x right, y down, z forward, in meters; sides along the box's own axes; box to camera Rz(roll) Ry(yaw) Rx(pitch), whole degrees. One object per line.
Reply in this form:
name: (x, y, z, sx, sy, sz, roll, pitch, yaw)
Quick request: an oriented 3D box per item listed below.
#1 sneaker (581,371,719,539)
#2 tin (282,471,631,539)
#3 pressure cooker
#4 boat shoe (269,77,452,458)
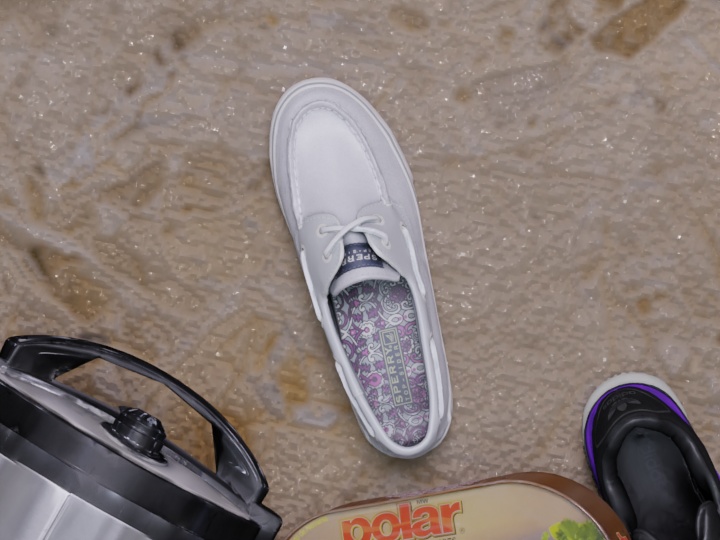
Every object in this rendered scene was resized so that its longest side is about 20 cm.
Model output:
sneaker: (0.166, 0.150, 1.492, 0.069, 0.100, 0.200, -27, 92, 2)
tin: (0.045, 0.162, 1.487, 0.200, 0.042, 0.112, -11, 98, 26)
pressure cooker: (-0.144, 0.137, 1.445, 0.179, 0.176, 0.200, 28, 88, 39)
boat shoe: (0.000, 0.000, 1.499, 0.072, 0.069, 0.200, -10, 93, -1)
